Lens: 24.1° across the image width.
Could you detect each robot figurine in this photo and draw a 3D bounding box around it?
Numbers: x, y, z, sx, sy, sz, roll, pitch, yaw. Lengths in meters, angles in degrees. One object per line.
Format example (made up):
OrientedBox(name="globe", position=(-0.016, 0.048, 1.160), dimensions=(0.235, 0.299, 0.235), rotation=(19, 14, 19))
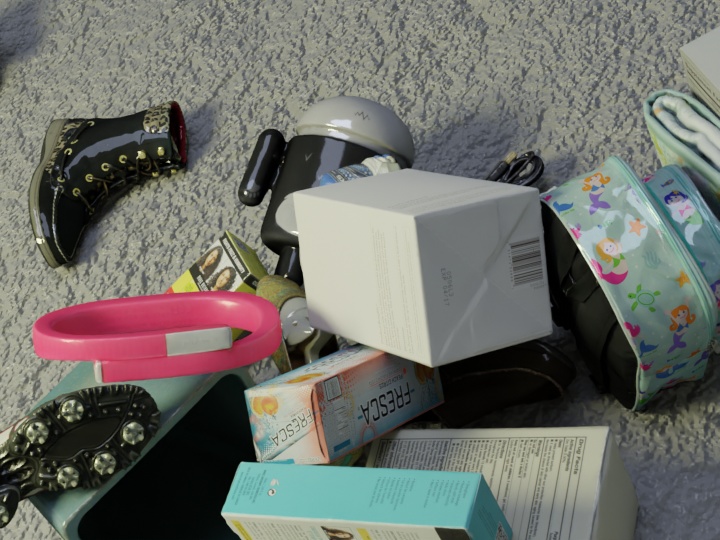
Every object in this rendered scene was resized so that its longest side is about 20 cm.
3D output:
OrientedBox(name="robot figurine", position=(-0.023, -0.066, 1.605), dimensions=(0.124, 0.150, 0.201), rotation=(7, 75, 43))

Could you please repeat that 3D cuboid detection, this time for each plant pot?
OrientedBox(name="plant pot", position=(-0.186, 0.168, 1.443), dimensions=(0.196, 0.197, 0.200), rotation=(-45, 41, -17))

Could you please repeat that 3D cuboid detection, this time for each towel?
OrientedBox(name="towel", position=(0.309, -0.040, 1.397), dimensions=(0.048, 0.172, 0.200), rotation=(-29, 43, -4))

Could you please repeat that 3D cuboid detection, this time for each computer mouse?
OrientedBox(name="computer mouse", position=(0.175, -0.037, 1.556), dimensions=(0.110, 0.044, 0.200), rotation=(-45, 44, -8))

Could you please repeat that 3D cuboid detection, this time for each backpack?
OrientedBox(name="backpack", position=(0.222, 0.002, 1.359), dimensions=(0.150, 0.200, 0.178), rotation=(-30, 65, 3))

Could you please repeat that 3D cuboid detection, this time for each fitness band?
OrientedBox(name="fitness band", position=(-0.162, 0.051, 1.358), dimensions=(0.199, 0.038, 0.144), rotation=(-4, 12, -10))

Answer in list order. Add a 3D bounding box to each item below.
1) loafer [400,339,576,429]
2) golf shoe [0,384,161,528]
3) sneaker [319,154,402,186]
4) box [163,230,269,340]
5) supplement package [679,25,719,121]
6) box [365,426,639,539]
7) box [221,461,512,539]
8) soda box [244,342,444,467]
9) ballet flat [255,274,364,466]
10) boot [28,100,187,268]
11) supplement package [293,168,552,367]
OrientedBox(name="loafer", position=(0.091, 0.109, 1.449), dimensions=(0.199, 0.073, 0.072), rotation=(-10, 53, 27))
OrientedBox(name="golf shoe", position=(-0.250, 0.137, 1.308), dimensions=(0.199, 0.077, 0.088), rotation=(-28, 18, -2))
OrientedBox(name="sneaker", position=(0.000, 0.000, 1.515), dimensions=(0.085, 0.201, 0.077), rotation=(-7, 3, -12))
OrientedBox(name="box", position=(-0.169, 0.060, 1.588), dimensions=(0.200, 0.050, 0.075), rotation=(-44, 44, 11))
OrientedBox(name="supplement package", position=(0.359, -0.114, 1.421), dimensions=(0.113, 0.200, 0.110), rotation=(-28, 43, -1))
OrientedBox(name="box", position=(0.104, 0.203, 1.316), dimensions=(0.199, 0.109, 0.128), rotation=(-3, 49, 24))
OrientedBox(name="box", position=(0.004, 0.186, 1.244), dimensions=(0.199, 0.082, 0.049), rotation=(-1, 50, 26))
OrientedBox(name="soda box", position=(-0.009, 0.101, 1.342), dimensions=(0.068, 0.064, 0.200), rotation=(-8, 5, 31))
OrientedBox(name="ballet flat", position=(-0.039, 0.082, 1.489), dimensions=(0.070, 0.071, 0.201), rotation=(-20, 67, 8))
OrientedBox(name="boot", position=(-0.270, -0.100, 1.818), dimensions=(0.153, 0.074, 0.204), rotation=(-11, 47, 13))
OrientedBox(name="supplement package", position=(0.047, -0.008, 1.368), dimensions=(0.119, 0.122, 0.200), rotation=(-14, 15, -28))
